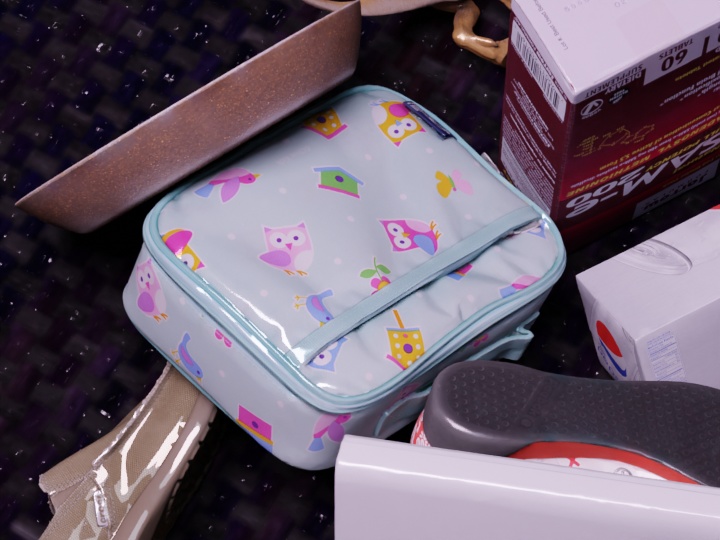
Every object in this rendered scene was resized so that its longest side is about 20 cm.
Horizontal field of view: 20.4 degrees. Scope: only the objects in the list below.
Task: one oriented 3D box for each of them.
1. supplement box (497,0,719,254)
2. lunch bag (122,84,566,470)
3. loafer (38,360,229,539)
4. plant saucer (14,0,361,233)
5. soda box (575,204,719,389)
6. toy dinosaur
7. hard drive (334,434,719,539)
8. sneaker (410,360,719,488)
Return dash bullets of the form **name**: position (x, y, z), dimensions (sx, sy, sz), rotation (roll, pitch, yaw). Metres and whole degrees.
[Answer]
- **supplement box**: position (0.129, -0.086, 0.979), dimensions (0.109, 0.200, 0.061), rotation (-27, 70, -8)
- **lunch bag**: position (0.000, 0.000, 0.983), dimensions (0.160, 0.077, 0.200), rotation (41, 50, 20)
- **loafer**: position (-0.121, 0.107, 0.980), dimensions (0.067, 0.076, 0.200), rotation (25, 71, 6)
- **plant saucer**: position (-0.079, -0.071, 1.000), dimensions (0.200, 0.200, 0.035), rotation (-31, 96, -10)
- **soda box**: position (0.214, -0.002, 1.003), dimensions (0.200, 0.063, 0.068), rotation (-26, 36, -7)
- **toy dinosaur**: position (0.043, -0.156, 1.086), dimensions (0.106, 0.060, 0.200), rotation (36, 50, 17)
- **hard drive**: position (0.088, 0.142, 0.925), dimensions (0.200, 0.132, 0.026), rotation (8, 41, 8)
- **sneaker**: position (0.119, 0.107, 0.958), dimensions (0.201, 0.108, 0.067), rotation (11, 46, -5)
